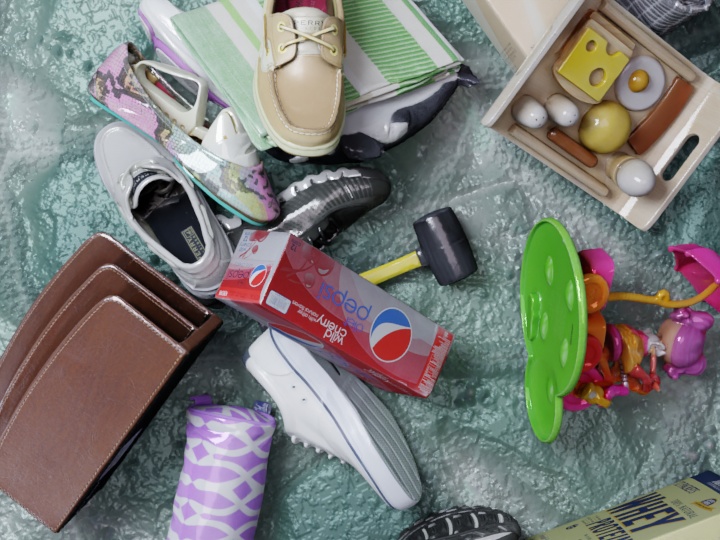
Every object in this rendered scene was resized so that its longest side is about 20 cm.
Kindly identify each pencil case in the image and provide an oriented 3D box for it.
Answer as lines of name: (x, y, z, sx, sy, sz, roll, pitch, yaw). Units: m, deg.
pencil case: (-0.132, 0.207, 1.054, 0.085, 0.084, 0.200, 11, 88, 34)

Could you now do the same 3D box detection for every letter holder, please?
letter holder: (-0.236, 0.086, 1.014, 0.142, 0.101, 0.200, 38, 106, 0)

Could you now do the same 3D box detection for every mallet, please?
mallet: (0.000, 0.000, 1.078, 0.200, 0.041, 0.066, -16, 92, 3)

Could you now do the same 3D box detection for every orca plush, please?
orca plush: (0.000, -0.128, 1.044, 0.200, 0.071, 0.105, -35, 68, -30)

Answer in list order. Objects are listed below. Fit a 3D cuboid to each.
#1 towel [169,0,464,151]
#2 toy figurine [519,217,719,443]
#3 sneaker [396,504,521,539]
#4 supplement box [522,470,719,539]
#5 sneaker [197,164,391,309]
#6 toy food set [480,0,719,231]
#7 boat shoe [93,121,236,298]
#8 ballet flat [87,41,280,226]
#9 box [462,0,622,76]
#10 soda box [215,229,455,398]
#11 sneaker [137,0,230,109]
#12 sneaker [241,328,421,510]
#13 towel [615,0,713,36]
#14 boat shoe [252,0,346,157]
towel: (-0.034, -0.186, 1.018, 0.200, 0.023, 0.153, -25, 64, -24)
toy figurine: (0.244, 0.050, 1.049, 0.184, 0.150, 0.200, -3, 112, -11)
sneaker: (0.052, 0.271, 1.068, 0.200, 0.074, 0.079, -30, 100, 5)
supplement box: (0.257, 0.304, 1.035, 0.200, 0.134, 0.200, -20, 91, -1)
sneaker: (-0.061, -0.021, 1.048, 0.200, 0.066, 0.091, -20, 65, 2)
toy food set: (0.213, -0.134, 1.023, 0.200, 0.060, 0.144, 29, 103, -32)
boat shoe: (-0.171, -0.061, 1.020, 0.072, 0.066, 0.200, -33, 62, -1)
ballet flat: (-0.137, -0.120, 1.010, 0.200, 0.069, 0.071, 38, 112, 11)
box: (0.126, -0.268, 1.056, 0.095, 0.078, 0.200, -37, 91, -1)
soda box: (-0.018, 0.038, 1.006, 0.200, 0.070, 0.063, 33, 73, -36)
sneaker: (-0.098, -0.182, 1.062, 0.200, 0.075, 0.100, 36, 83, -10)
sneaker: (-0.025, 0.130, 1.068, 0.071, 0.073, 0.200, -36, 90, 22)
towel: (0.218, -0.290, 1.017, 0.086, 0.166, 0.200, -39, 91, 5)
boat shoe: (-0.047, -0.180, 0.956, 0.074, 0.066, 0.200, -1, 57, -11)
